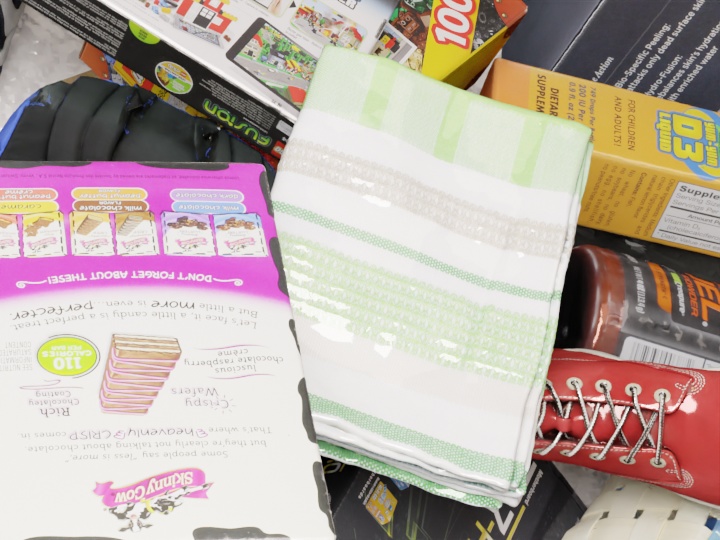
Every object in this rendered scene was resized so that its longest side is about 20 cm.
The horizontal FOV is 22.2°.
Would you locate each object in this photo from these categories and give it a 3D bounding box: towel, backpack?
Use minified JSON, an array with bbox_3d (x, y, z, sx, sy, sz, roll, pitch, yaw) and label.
[{"bbox_3d":[0.025,-0.003,0.847,0.148,0.031,0.201,18,64,-5],"label":"towel"},{"bbox_3d":[-0.139,0.016,0.898,0.162,0.168,0.201,26,55,-15],"label":"backpack"}]

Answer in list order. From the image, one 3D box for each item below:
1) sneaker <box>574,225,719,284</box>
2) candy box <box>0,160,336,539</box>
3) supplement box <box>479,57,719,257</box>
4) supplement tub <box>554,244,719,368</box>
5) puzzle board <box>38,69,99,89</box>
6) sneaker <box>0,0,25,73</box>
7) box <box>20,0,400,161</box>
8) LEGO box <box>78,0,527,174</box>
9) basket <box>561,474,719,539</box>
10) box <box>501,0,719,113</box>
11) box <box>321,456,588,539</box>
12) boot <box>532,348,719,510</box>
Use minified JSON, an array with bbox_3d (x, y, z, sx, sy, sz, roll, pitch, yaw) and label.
[{"bbox_3d":[0.185,-0.030,1.146,0.199,0.080,0.087,25,50,-10],"label":"sneaker"},{"bbox_3d":[-0.094,0.046,0.734,0.135,0.061,0.201,0,47,-14],"label":"candy box"},{"bbox_3d":[0.164,-0.062,1.081,0.199,0.069,0.067,14,48,-7],"label":"supplement box"},{"bbox_3d":[0.201,0.060,1.078,0.199,0.107,0.107,16,53,-16],"label":"supplement tub"},{"bbox_3d":[-0.078,-0.047,1.070,0.150,0.017,0.200,-26,73,-37],"label":"puzzle board"},{"bbox_3d":[-0.210,-0.200,1.032,0.079,0.130,0.200,21,52,-13],"label":"sneaker"},{"bbox_3d":[-0.088,-0.146,0.919,0.199,0.035,0.110,32,53,-4],"label":"box"},{"bbox_3d":[-0.028,-0.130,1.008,0.149,0.077,0.200,45,53,5],"label":"LEGO box"},{"bbox_3d":[0.202,0.187,0.985,0.177,0.139,0.201,-51,124,-40],"label":"basket"},{"bbox_3d":[0.216,-0.145,1.159,0.199,0.197,0.118,18,52,-14],"label":"box"},{"bbox_3d":[0.033,0.153,0.934,0.162,0.049,0.200,54,47,-23],"label":"box"},{"bbox_3d":[0.120,0.076,0.873,0.144,0.199,0.073,3,93,-44],"label":"boot"}]
